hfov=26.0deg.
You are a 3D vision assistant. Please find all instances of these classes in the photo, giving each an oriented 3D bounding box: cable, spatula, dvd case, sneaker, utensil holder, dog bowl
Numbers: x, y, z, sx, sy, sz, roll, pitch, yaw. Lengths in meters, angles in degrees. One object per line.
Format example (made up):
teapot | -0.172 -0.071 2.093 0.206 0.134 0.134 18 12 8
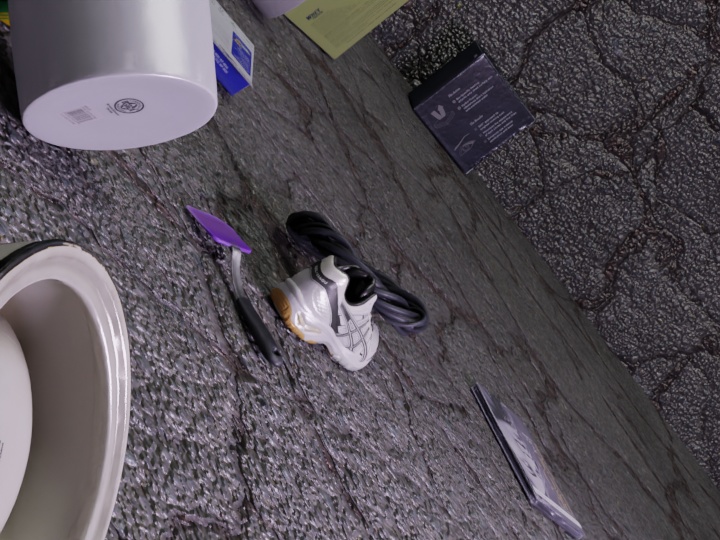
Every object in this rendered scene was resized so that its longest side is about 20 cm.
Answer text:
cable | 0.000 0.000 1.706 0.200 0.051 0.163 40 -6 40
spatula | -0.110 0.013 1.440 0.056 0.021 0.201 21 35 -47
dvd case | 0.223 0.252 2.070 0.149 0.016 0.201 41 18 -48
sneaker | -0.010 0.042 1.590 0.076 0.087 0.200 57 11 24
utensil holder | -0.201 -0.218 1.253 0.170 0.169 0.201 27 51 -65
dog bowl | -0.172 0.080 0.669 0.073 0.202 0.200 10 0 15

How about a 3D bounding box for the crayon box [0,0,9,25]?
crayon box | -0.347 -0.315 1.355 0.201 0.058 0.172 59 13 23

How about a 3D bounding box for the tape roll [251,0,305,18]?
tape roll | -0.119 -0.517 2.459 0.139 0.202 0.203 48 13 -23

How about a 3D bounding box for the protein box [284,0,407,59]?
protein box | -0.044 -0.519 2.759 0.135 0.198 0.200 60 14 29

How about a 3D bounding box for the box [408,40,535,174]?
box | 0.244 -0.360 3.427 0.200 0.196 0.118 49 12 -22

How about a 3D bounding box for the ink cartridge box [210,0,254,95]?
ink cartridge box | -0.179 -0.284 1.973 0.100 0.039 0.200 50 11 -19
